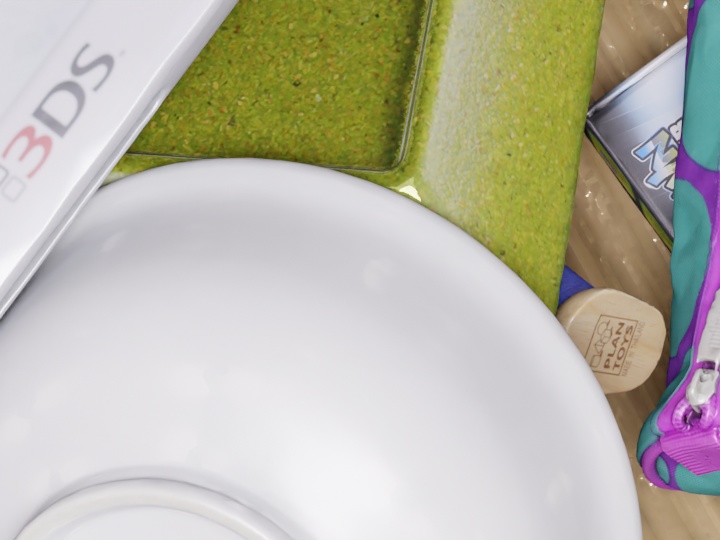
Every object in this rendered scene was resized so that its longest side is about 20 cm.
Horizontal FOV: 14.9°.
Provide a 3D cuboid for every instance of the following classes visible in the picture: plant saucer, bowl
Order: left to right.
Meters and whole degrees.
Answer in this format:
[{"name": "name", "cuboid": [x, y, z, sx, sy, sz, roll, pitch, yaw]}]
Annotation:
[{"name": "bowl", "cuboid": [-0.033, 0.080, 0.701, 0.200, 0.090, 0.202, 6, 111, 16]}, {"name": "plant saucer", "cuboid": [-0.034, -0.081, 0.761, 0.198, 0.048, 0.201, 5, 69, 17]}]

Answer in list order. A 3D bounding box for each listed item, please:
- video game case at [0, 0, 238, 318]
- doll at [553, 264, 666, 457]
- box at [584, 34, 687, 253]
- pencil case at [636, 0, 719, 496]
[{"name": "video game case", "cuboid": [-0.154, -0.070, 0.708, 0.200, 0.022, 0.183, 36, 86, 7]}, {"name": "doll", "cuboid": [0.000, 0.000, 0.809, 0.199, 0.048, 0.137, 26, 108, 42]}, {"name": "box", "cuboid": [0.168, 0.004, 0.836, 0.110, 0.035, 0.200, -36, 81, 1]}, {"name": "pencil case", "cuboid": [0.126, -0.037, 0.782, 0.085, 0.092, 0.201, -2, 80, 40]}]
